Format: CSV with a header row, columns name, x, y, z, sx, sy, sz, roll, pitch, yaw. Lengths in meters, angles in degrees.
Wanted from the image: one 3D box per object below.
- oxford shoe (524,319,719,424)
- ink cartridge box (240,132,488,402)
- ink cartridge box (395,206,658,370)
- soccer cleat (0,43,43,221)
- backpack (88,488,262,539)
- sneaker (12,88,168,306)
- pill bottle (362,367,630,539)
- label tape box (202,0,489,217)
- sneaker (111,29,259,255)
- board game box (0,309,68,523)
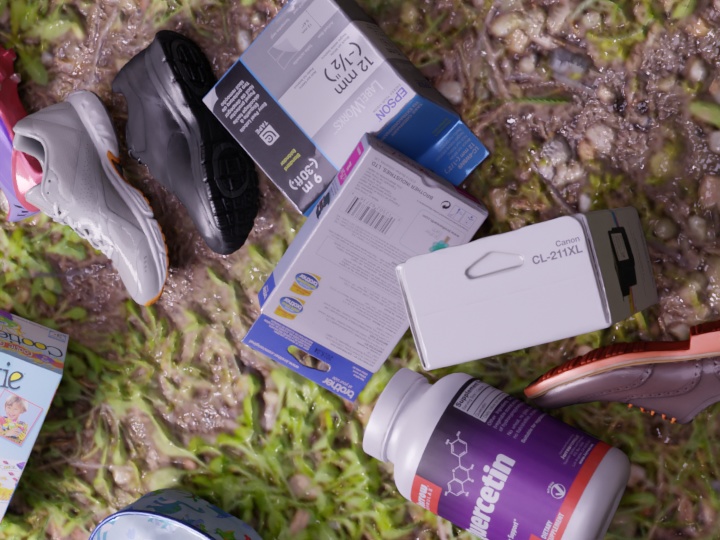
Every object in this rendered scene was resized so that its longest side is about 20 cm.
name,x,y,z,sx,sy,sz,roll,pitch,yaw
oxford shoe,0.226,0.090,1.177,0.199,0.071,0.073,-14,94,21
ink cartridge box,0.000,0.000,1.241,0.119,0.042,0.201,29,104,-20
ink cartridge box,0.130,0.011,1.136,0.145,0.200,0.083,-15,89,21
soccer cleat,-0.336,-0.141,1.375,0.076,0.067,0.201,-32,85,24
backpack,-0.173,0.303,1.302,0.182,0.147,0.201,22,99,15
sneaker,-0.239,-0.053,1.317,0.201,0.092,0.076,63,152,8
pill bottle,0.106,0.155,1.203,0.199,0.112,0.113,25,102,17
label tape box,-0.013,-0.121,1.253,0.143,0.066,0.200,-45,77,18
sneaker,-0.153,-0.103,1.312,0.090,0.076,0.201,-27,78,30
board game box,-0.348,0.144,1.361,0.104,0.103,0.201,22,103,-13
